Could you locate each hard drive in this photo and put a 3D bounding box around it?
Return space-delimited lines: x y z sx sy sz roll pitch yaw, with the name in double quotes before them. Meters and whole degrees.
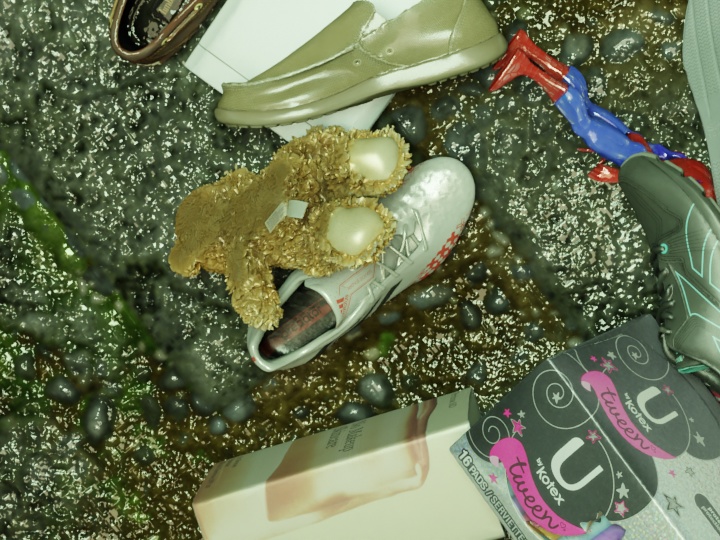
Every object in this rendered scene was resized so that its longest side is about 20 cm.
"hard drive" -0.012 -0.185 1.200 0.132 0.027 0.200 36 100 -1

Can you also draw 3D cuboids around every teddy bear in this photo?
"teddy bear" -0.040 -0.033 1.160 0.200 0.067 0.145 -29 51 36

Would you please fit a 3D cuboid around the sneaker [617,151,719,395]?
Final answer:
"sneaker" 0.213 0.014 1.095 0.079 0.075 0.200 -34 70 2

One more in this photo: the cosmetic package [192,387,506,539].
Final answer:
"cosmetic package" -0.005 0.158 1.214 0.199 0.103 0.088 -17 98 7

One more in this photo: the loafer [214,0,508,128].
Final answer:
"loafer" -0.004 -0.143 1.160 0.199 0.076 0.068 -16 95 -1

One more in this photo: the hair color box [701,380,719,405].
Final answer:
"hair color box" 0.295 0.119 1.175 0.061 0.099 0.200 -38 93 -2

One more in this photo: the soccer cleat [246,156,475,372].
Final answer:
"soccer cleat" 0.000 0.000 1.197 0.200 0.085 0.069 -40 93 10

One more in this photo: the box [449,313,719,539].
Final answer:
"box" 0.179 0.147 1.114 0.200 0.132 0.115 54 128 15

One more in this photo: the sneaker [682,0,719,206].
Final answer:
"sneaker" 0.266 -0.118 1.168 0.071 0.073 0.201 -2 86 -35

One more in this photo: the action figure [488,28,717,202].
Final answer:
"action figure" 0.174 -0.082 1.175 0.200 0.065 0.052 33 112 -8

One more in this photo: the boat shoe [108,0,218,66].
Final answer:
"boat shoe" -0.106 -0.226 1.183 0.070 0.070 0.200 30 99 2
